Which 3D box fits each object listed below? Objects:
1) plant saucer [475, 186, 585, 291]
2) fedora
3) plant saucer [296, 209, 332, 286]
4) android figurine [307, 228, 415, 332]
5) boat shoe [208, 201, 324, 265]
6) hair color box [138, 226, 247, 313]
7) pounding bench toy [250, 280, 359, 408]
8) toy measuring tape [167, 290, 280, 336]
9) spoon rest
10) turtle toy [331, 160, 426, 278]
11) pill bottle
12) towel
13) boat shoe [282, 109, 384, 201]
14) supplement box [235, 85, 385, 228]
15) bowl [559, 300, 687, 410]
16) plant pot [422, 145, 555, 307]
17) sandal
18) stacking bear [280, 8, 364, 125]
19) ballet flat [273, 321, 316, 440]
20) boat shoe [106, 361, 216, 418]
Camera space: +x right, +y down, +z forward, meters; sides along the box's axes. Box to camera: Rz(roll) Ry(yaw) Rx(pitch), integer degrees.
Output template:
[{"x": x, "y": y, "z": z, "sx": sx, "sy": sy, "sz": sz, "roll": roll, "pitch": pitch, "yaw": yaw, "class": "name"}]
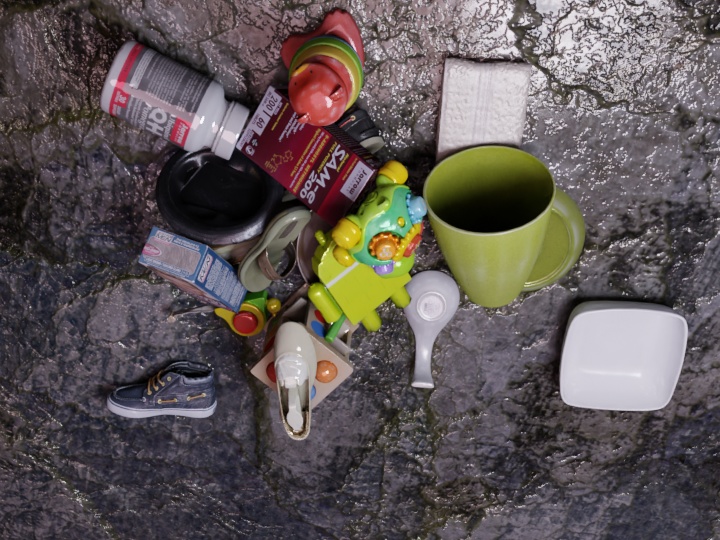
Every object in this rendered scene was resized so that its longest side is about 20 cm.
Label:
[{"x": 0.263, "y": -0.046, "z": 1.328, "sx": 0.196, "sy": 0.031, "sz": 0.203, "roll": 1, "pitch": 119, "yaw": 2, "class": "plant saucer"}, {"x": -0.211, "y": -0.107, "z": 1.272, "sx": 0.197, "sy": 0.204, "sz": 0.092, "roll": 0, "pitch": 153, "yaw": 4, "class": "fedora"}, {"x": -0.010, "y": -0.048, "z": 1.310, "sx": 0.197, "sy": 0.032, "sz": 0.203, "roll": -9, "pitch": 116, "yaw": -19, "class": "plant saucer"}, {"x": 0.000, "y": 0.000, "z": 1.292, "sx": 0.181, "sy": 0.041, "sz": 0.201, "roll": -39, "pitch": 121, "yaw": -5, "class": "android figurine"}, {"x": -0.149, "y": -0.056, "z": 1.332, "sx": 0.196, "sy": 0.075, "sz": 0.067, "roll": -10, "pitch": 143, "yaw": 2, "class": "boat shoe"}, {"x": -0.253, "y": 0.003, "z": 1.289, "sx": 0.099, "sy": 0.200, "sz": 0.061, "roll": 18, "pitch": 78, "yaw": 16, "class": "hair color box"}, {"x": -0.066, "y": 0.107, "z": 1.364, "sx": 0.124, "sy": 0.157, "sz": 0.200, "roll": 39, "pitch": 115, "yaw": -17, "class": "pounding bench toy"}, {"x": -0.227, "y": 0.083, "z": 1.412, "sx": 0.197, "sy": 0.074, "sz": 0.074, "roll": -12, "pitch": 119, "yaw": 10, "class": "toy measuring tape"}, {"x": 0.113, "y": 0.095, "z": 1.412, "sx": 0.098, "sy": 0.061, "sz": 0.203, "roll": 5, "pitch": 107, "yaw": -1, "class": "spoon rest"}, {"x": 0.037, "y": -0.052, "z": 1.182, "sx": 0.100, "sy": 0.200, "sz": 0.146, "roll": 35, "pitch": 74, "yaw": 11, "class": "turtle toy"}, {"x": -0.265, "y": -0.241, "z": 1.204, "sx": 0.198, "sy": 0.111, "sz": 0.112, "roll": 24, "pitch": 119, "yaw": -10, "class": "pill bottle"}, {"x": 0.180, "y": -0.215, "z": 1.236, "sx": 0.130, "sy": 0.035, "sz": 0.203, "roll": 3, "pitch": 120, "yaw": 0, "class": "towel"}, {"x": -0.055, "y": -0.171, "z": 1.262, "sx": 0.200, "sy": 0.073, "sz": 0.064, "roll": -31, "pitch": 80, "yaw": 29, "class": "boat shoe"}, {"x": -0.071, "y": -0.164, "z": 1.196, "sx": 0.199, "sy": 0.061, "sz": 0.109, "roll": 39, "pitch": 112, "yaw": 10, "class": "supplement box"}, {"x": 0.433, "y": 0.133, "z": 1.394, "sx": 0.196, "sy": 0.075, "sz": 0.203, "roll": 2, "pitch": 121, "yaw": 2, "class": "bowl"}, {"x": 0.191, "y": -0.046, "z": 1.228, "sx": 0.184, "sy": 0.189, "sz": 0.202, "roll": -4, "pitch": 136, "yaw": 6, "class": "plant pot"}, {"x": -0.127, "y": -0.020, "z": 1.246, "sx": 0.058, "sy": 0.079, "sz": 0.201, "roll": 55, "pitch": 140, "yaw": 14, "class": "sandal"}, {"x": -0.051, "y": -0.260, "z": 1.127, "sx": 0.120, "sy": 0.201, "sz": 0.114, "roll": -25, "pitch": 116, "yaw": 17, "class": "stacking bear"}, {"x": -0.101, "y": 0.177, "z": 1.277, "sx": 0.068, "sy": 0.070, "sz": 0.203, "roll": 0, "pitch": 120, "yaw": 4, "class": "ballet flat"}, {"x": -0.359, "y": 0.210, "z": 1.496, "sx": 0.197, "sy": 0.071, "sz": 0.092, "roll": 2, "pitch": 119, "yaw": -5, "class": "boat shoe"}]
